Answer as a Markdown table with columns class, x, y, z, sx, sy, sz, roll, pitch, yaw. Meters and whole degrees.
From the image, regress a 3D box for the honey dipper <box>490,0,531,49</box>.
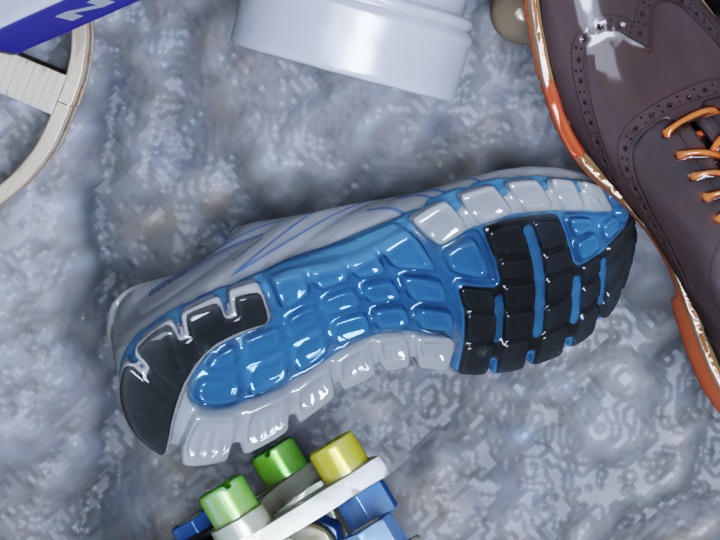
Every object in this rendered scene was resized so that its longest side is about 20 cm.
| class | x | y | z | sx | sy | sz | roll | pitch | yaw |
| --- | --- | --- | --- | --- | --- | --- | --- | --- | --- |
| honey dipper | 0.117 | -0.026 | 0.955 | 0.038 | 0.038 | 0.200 | -39 | 88 | 5 |

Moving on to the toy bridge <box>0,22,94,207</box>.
| class | x | y | z | sx | sy | sz | roll | pitch | yaw |
| --- | --- | --- | --- | --- | --- | --- | --- | --- | --- |
| toy bridge | -0.134 | -0.076 | 0.966 | 0.067 | 0.027 | 0.201 | 22 | 95 | 1 |

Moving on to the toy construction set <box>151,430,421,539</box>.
| class | x | y | z | sx | sy | sz | roll | pitch | yaw |
| --- | --- | --- | --- | --- | --- | --- | --- | --- | --- |
| toy construction set | -0.073 | 0.123 | 0.924 | 0.199 | 0.131 | 0.093 | -16 | 92 | 0 |

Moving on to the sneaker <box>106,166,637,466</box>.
| class | x | y | z | sx | sy | sz | roll | pitch | yaw |
| --- | --- | --- | --- | --- | --- | --- | --- | --- | --- |
| sneaker | 0.000 | 0.000 | 0.943 | 0.199 | 0.087 | 0.075 | -15 | 117 | -14 |

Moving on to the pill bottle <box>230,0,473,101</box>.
| class | x | y | z | sx | sy | sz | roll | pitch | yaw |
| --- | --- | --- | --- | --- | --- | --- | --- | --- | --- |
| pill bottle | 0.017 | -0.165 | 0.910 | 0.112 | 0.112 | 0.201 | 15 | 95 | 2 |

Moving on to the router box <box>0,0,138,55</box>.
| class | x | y | z | sx | sy | sz | roll | pitch | yaw |
| --- | --- | --- | --- | --- | --- | --- | --- | --- | --- |
| router box | -0.067 | -0.190 | 0.848 | 0.199 | 0.049 | 0.180 | -21 | 86 | 14 |

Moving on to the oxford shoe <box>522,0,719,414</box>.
| class | x | y | z | sx | sy | sz | roll | pitch | yaw |
| --- | --- | --- | --- | --- | --- | --- | --- | --- | --- |
| oxford shoe | 0.121 | -0.035 | 0.888 | 0.071 | 0.073 | 0.201 | -31 | 97 | -11 |

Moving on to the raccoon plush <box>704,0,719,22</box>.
| class | x | y | z | sx | sy | sz | roll | pitch | yaw |
| --- | --- | --- | --- | --- | --- | --- | --- | --- | --- |
| raccoon plush | 0.165 | -0.143 | 0.892 | 0.096 | 0.134 | 0.201 | 3 | 94 | 2 |
